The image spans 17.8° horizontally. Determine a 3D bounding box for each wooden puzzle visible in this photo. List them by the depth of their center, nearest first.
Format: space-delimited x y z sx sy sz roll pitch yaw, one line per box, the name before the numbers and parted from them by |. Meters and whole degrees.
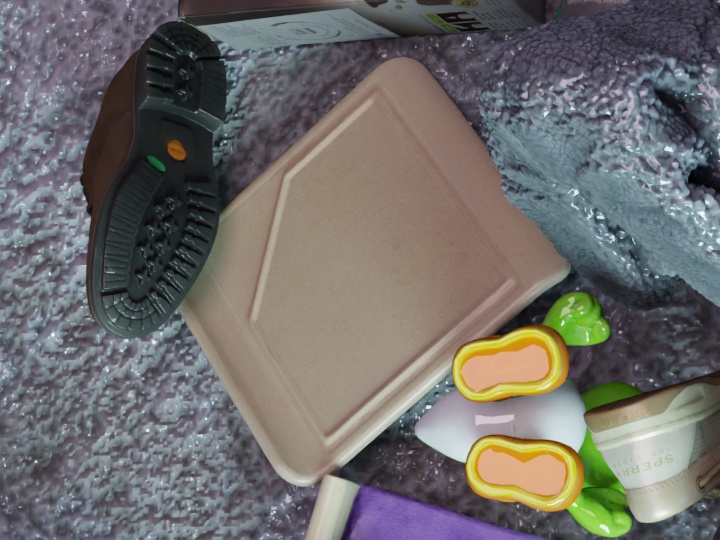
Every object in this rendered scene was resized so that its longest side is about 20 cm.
wooden puzzle | 0.000 0.000 1.311 0.200 0.037 0.185 -39 57 8

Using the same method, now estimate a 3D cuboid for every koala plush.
koala plush | 0.167 -0.100 1.081 0.200 0.184 0.177 -55 30 -13

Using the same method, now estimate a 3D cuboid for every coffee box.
coffee box | 0.001 -0.196 1.330 0.200 0.080 0.113 -3 80 23

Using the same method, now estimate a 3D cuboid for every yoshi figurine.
yoshi figurine | 0.109 0.079 1.176 0.112 0.200 0.112 42 93 13

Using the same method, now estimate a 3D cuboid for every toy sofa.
toy sofa | 0.061 0.174 1.229 0.200 0.098 0.083 15 85 25

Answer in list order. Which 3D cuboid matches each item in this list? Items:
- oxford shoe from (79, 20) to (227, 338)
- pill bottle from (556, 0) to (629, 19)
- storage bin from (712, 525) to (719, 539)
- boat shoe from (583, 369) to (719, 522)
oxford shoe | -0.129 -0.043 1.355 0.084 0.073 0.200 -29 42 47
pill bottle | 0.163 -0.138 1.233 0.113 0.113 0.200 11 84 24
storage bin | 0.239 0.186 1.093 0.135 0.094 0.200 15 129 25
boat shoe | 0.174 0.084 1.146 0.072 0.200 0.065 -21 84 28
